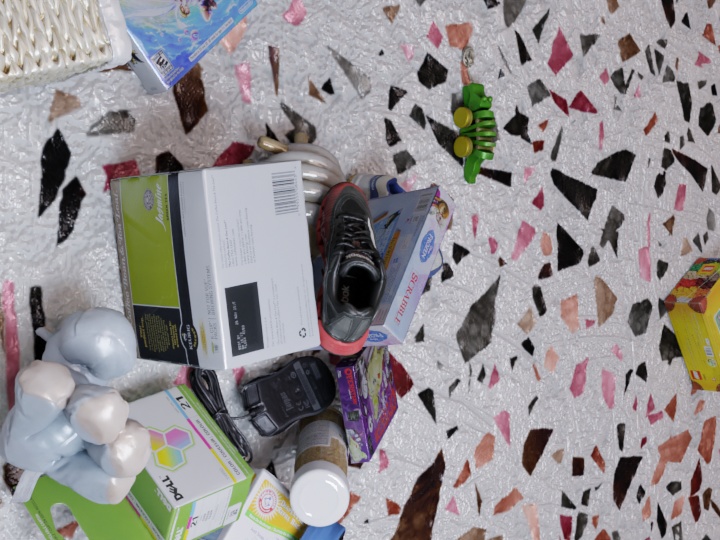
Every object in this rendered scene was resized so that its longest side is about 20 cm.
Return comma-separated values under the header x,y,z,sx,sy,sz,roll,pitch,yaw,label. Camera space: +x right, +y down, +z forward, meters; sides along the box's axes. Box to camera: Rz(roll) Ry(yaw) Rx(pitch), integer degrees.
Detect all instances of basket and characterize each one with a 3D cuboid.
x,y,z,sx,sy,sz,roll,pitch,yaw,label
-0.340,-0.263,0.967,0.159,0.198,0.202,-25,106,-37,basket

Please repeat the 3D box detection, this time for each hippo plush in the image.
x,y,z,sx,sy,sz,roll,pitch,yaw,label
-0.276,0.132,1.058,0.158,0.200,0.162,36,37,-15,hippo plush

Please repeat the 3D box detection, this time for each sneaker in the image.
x,y,z,sx,sy,sz,roll,pitch,yaw,label
-0.009,-0.015,1.139,0.070,0.098,0.204,9,63,-15,sneaker
0.060,-0.054,1.407,0.200,0.087,0.076,42,62,-36,sneaker

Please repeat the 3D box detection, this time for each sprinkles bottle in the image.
x,y,z,sx,sy,sz,roll,pitch,yaw,label
-0.046,0.227,1.245,0.067,0.200,0.070,0,104,-1,sprinkles bottle

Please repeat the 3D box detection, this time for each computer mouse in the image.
x,y,z,sx,sy,sz,roll,pitch,yaw,label
-0.124,0.138,1.273,0.199,0.046,0.142,-29,88,-46,computer mouse

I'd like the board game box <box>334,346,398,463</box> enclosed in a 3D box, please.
x,y,z,sx,sy,sz,roll,pitch,yaw,label
0.011,0.151,1.332,0.200,0.032,0.122,-46,131,-73,board game box

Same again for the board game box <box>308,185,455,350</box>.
x,y,z,sx,sy,sz,roll,pitch,yaw,label
0.000,0.000,1.262,0.041,0.197,0.202,45,55,-33,board game box

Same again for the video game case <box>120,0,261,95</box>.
x,y,z,sx,sy,sz,roll,pitch,yaw,label
-0.216,-0.333,1.181,0.201,0.045,0.182,-51,121,-29,video game case

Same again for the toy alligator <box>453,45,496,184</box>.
x,y,z,sx,sy,sz,roll,pitch,yaw,label
0.174,-0.229,1.531,0.059,0.054,0.204,0,90,-42,toy alligator

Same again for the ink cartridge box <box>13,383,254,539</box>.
x,y,z,sx,sy,sz,roll,pitch,yaw,label
-0.234,0.219,1.091,0.198,0.148,0.077,-15,138,-42,ink cartridge box

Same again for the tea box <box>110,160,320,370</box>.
x,y,z,sx,sy,sz,roll,pitch,yaw,label
-0.159,-0.009,1.133,0.132,0.195,0.204,-11,99,-42,tea box

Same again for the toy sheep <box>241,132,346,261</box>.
x,y,z,sx,sy,sz,roll,pitch,yaw,label
-0.077,-0.090,1.258,0.137,0.137,0.203,31,49,-38,toy sheep

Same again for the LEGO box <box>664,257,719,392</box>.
x,y,z,sx,sy,sz,roll,pitch,yaw,label
0.660,0.101,1.961,0.149,0.076,0.202,-40,116,-35,LEGO box

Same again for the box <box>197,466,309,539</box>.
x,y,z,sx,sy,sz,roll,pitch,yaw,label
-0.159,0.330,1.191,0.102,0.111,0.202,48,60,-31,box

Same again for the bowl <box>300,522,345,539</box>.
x,y,z,sx,sy,sz,roll,pitch,yaw,label
-0.075,0.381,1.232,0.203,0.039,0.201,-61,171,-17,bowl
